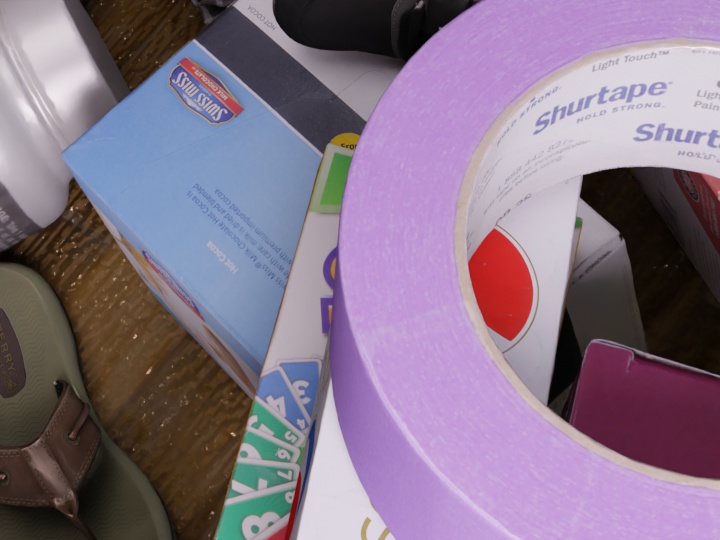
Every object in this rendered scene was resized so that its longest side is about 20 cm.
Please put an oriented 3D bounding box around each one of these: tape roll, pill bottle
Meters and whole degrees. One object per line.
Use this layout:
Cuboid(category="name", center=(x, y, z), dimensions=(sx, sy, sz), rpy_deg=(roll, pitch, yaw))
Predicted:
Cuboid(category="tape roll", center=(0.091, 0.010, 0.546), dimensions=(0.198, 0.066, 0.201), rpy_deg=(1, 60, -2))
Cuboid(category="pill bottle", center=(-0.204, -0.051, 0.895), dimensions=(0.199, 0.114, 0.114), rpy_deg=(-28, 58, 0))

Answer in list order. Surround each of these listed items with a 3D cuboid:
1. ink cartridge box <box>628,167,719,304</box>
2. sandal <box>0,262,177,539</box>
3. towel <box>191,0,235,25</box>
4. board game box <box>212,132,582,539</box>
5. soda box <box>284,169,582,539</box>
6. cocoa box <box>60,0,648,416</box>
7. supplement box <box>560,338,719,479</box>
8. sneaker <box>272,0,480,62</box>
Cuboid(category="ink cartridge box", center=(0.129, -0.089, 0.812), dimensions=(0.067, 0.117, 0.201), rpy_deg=(-29, 59, -1))
Cuboid(category="sandal", center=(-0.144, 0.075, 0.842), dimensions=(0.079, 0.057, 0.202), rpy_deg=(-31, 58, -1))
Cuboid(category="towel", center=(-0.042, -0.228, 0.960), dimensions=(0.165, 0.086, 0.201), rpy_deg=(-23, 57, 2))
Cuboid(category="board game box", center=(0.013, 0.043, 0.650), dimensions=(0.095, 0.030, 0.201), rpy_deg=(16, 59, -2))
Cuboid(category="soda box", center=(0.019, 0.047, 0.598), dimensions=(0.068, 0.064, 0.201), rpy_deg=(13, 62, -3))
Cuboid(category="cocoa box", center=(0.000, 0.000, 0.792), dimensions=(0.131, 0.134, 0.200), rpy_deg=(-42, 60, -9))
Cuboid(category="supplement box", center=(0.112, 0.117, 0.643), dimensions=(0.130, 0.200, 0.104), rpy_deg=(15, 67, 5))
Cuboid(category="sneaker", center=(0.063, -0.087, 0.716), dimensions=(0.198, 0.076, 0.088), rpy_deg=(-3, 67, 10))
